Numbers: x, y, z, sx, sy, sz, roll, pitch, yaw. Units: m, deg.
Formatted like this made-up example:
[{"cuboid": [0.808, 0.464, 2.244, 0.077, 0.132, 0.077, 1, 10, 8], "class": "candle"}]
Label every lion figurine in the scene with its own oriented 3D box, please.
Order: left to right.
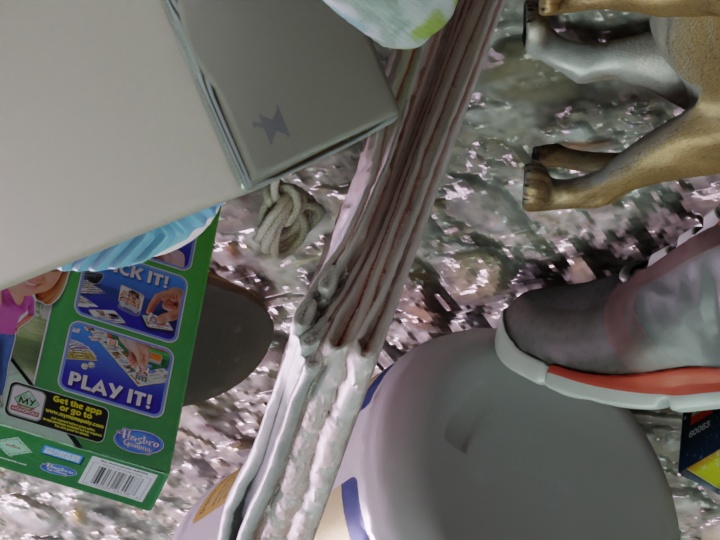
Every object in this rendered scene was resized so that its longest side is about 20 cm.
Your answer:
[{"cuboid": [0.113, -0.078, 0.912, 0.122, 0.073, 0.200, 0, 158, 0], "class": "lion figurine"}]

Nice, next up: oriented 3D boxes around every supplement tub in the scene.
[{"cuboid": [0.011, 0.123, 1.126, 0.144, 0.145, 0.200, 28, 140, -24], "class": "supplement tub"}]

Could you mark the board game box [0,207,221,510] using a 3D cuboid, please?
[{"cuboid": [-0.151, -0.008, 0.993, 0.199, 0.135, 0.029, 17, 143, -12], "class": "board game box"}]

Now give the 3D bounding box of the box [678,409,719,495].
[{"cuboid": [0.232, 0.050, 1.069, 0.136, 0.038, 0.200, 29, 139, -24], "class": "box"}]

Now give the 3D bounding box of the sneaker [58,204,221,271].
[{"cuboid": [-0.108, -0.053, 0.922, 0.200, 0.081, 0.077, 18, 113, 41], "class": "sneaker"}]

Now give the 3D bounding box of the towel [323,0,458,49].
[{"cuboid": [-0.015, -0.178, 0.684, 0.048, 0.200, 0.171, -12, 142, 44], "class": "towel"}]

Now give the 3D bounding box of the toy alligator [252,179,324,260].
[{"cuboid": [-0.028, -0.076, 0.856, 0.054, 0.059, 0.200, 47, 153, 20], "class": "toy alligator"}]

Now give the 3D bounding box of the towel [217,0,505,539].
[{"cuboid": [0.000, 0.000, 0.922, 0.032, 0.191, 0.200, 20, 145, 0], "class": "towel"}]

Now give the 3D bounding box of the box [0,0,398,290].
[{"cuboid": [-0.090, -0.041, 0.806, 0.200, 0.068, 0.082, -18, 96, 42], "class": "box"}]

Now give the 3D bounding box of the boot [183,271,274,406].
[{"cuboid": [-0.126, 0.003, 1.072, 0.199, 0.076, 0.074, 9, 123, -29], "class": "boot"}]

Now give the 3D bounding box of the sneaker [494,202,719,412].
[{"cuboid": [0.135, 0.005, 1.019, 0.200, 0.082, 0.077, 1, -172, 36], "class": "sneaker"}]
